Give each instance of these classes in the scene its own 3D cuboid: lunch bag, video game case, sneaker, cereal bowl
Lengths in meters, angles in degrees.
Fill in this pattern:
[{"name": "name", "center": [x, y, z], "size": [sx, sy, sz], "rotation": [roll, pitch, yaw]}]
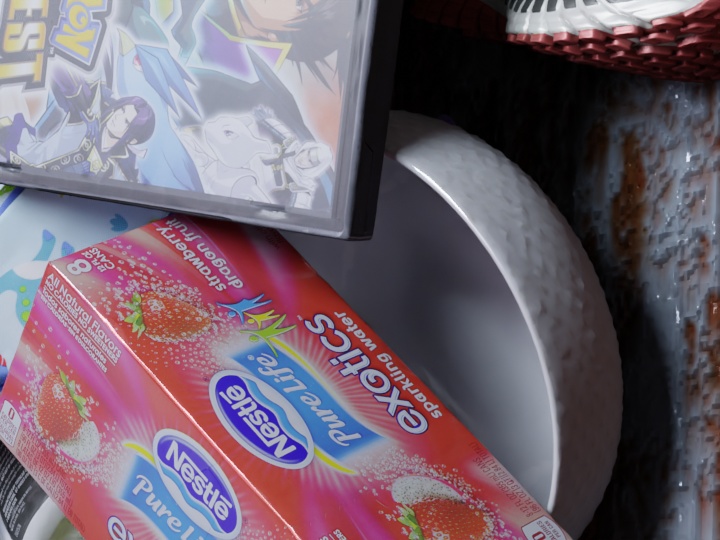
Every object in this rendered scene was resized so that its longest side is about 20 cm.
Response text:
[{"name": "lunch bag", "center": [-0.138, -0.008, 1.117], "size": [0.161, 0.082, 0.200], "rotation": [-50, 13, -26]}, {"name": "video game case", "center": [-0.067, -0.123, 0.967], "size": [0.179, 0.025, 0.202], "rotation": [9, 95, 25]}, {"name": "sneaker", "center": [0.084, -0.120, 0.997], "size": [0.200, 0.077, 0.083], "rotation": [22, 101, 57]}, {"name": "cereal bowl", "center": [0.026, 0.029, 1.020], "size": [0.199, 0.083, 0.202], "rotation": [22, 122, 39]}]

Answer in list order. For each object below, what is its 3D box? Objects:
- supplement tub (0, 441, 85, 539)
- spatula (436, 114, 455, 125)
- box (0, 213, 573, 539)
[{"name": "supplement tub", "center": [-0.133, 0.058, 1.258], "size": [0.123, 0.122, 0.201], "rotation": [-61, 37, 29]}, {"name": "spatula", "center": [0.000, 0.000, 1.154], "size": [0.200, 0.020, 0.057], "rotation": [-43, 53, 46]}, {"name": "box", "center": [-0.032, 0.078, 0.966], "size": [0.200, 0.099, 0.096], "rotation": [46, 135, 23]}]
